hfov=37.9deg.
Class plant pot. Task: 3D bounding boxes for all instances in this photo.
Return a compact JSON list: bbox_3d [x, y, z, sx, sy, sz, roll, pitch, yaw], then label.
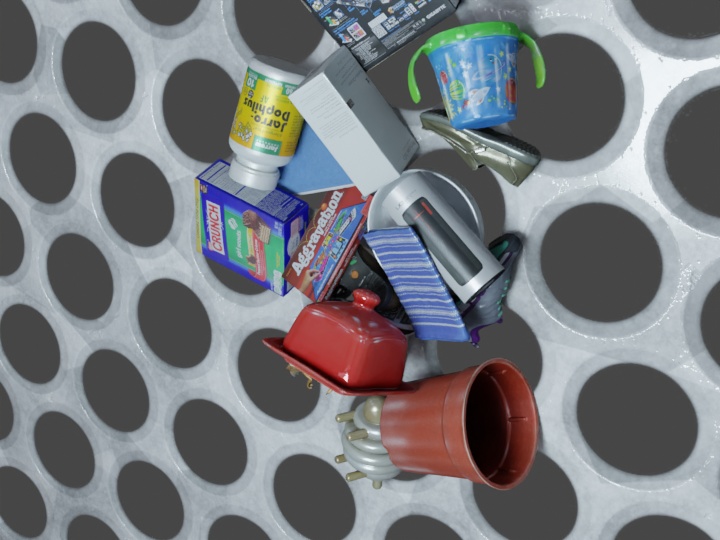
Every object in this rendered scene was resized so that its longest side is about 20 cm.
[{"bbox_3d":[0.149,0.247,1.677,0.194,0.200,0.202,-10,101,42],"label":"plant pot"}]

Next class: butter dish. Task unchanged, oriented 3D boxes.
[{"bbox_3d":[-0.013,0.099,1.622,0.199,0.199,0.149,28,101,34],"label":"butter dish"}]

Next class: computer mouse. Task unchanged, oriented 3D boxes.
[{"bbox_3d":[0.023,0.074,1.751,0.199,0.110,0.044,14,129,19],"label":"computer mouse"}]

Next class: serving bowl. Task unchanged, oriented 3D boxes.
[{"bbox_3d":[0.112,-0.068,1.658,0.199,0.066,0.201,11,112,29],"label":"serving bowl"}]

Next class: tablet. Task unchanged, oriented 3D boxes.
[{"bbox_3d":[-0.081,-0.195,1.755,0.199,0.014,0.131,-6,91,35],"label":"tablet"}]

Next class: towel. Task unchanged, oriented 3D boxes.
[{"bbox_3d":[0.085,0.023,1.610,0.145,0.024,0.201,-1,121,62],"label":"towel"}]

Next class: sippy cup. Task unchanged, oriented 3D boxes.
[{"bbox_3d":[0.167,-0.272,1.496,0.177,0.139,0.131,-9,88,25],"label":"sippy cup"}]

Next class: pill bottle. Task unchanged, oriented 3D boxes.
[{"bbox_3d":[-0.153,-0.241,1.723,0.112,0.113,0.201,26,110,22],"label":"pill bottle"}]

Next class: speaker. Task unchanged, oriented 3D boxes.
[{"bbox_3d":[0.122,-0.051,1.568,0.200,0.081,0.081,51,125,9],"label":"speaker"}]

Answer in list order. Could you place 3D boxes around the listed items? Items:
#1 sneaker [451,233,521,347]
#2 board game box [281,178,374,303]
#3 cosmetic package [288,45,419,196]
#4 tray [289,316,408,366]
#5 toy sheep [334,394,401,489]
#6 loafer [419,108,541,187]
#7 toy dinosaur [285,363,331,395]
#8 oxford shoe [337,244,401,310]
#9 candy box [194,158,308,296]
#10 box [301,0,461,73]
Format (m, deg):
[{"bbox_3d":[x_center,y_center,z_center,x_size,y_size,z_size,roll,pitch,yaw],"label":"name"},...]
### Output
[{"bbox_3d":[0.206,0.031,1.647,0.087,0.075,0.200,29,119,-15],"label":"sneaker"},{"bbox_3d":[-0.049,-0.051,1.734,0.103,0.019,0.201,35,100,38],"label":"board game box"},{"bbox_3d":[-0.008,-0.229,1.620,0.081,0.113,0.200,-29,110,35],"label":"cosmetic package"},{"bbox_3d":[-0.022,0.140,1.783,0.199,0.022,0.108,9,124,3],"label":"tray"},{"bbox_3d":[0.027,0.295,1.797,0.137,0.138,0.201,22,129,24],"label":"toy sheep"},{"bbox_3d":[0.171,-0.184,1.576,0.199,0.075,0.070,29,115,21],"label":"loafer"},{"bbox_3d":[-0.064,0.159,1.850,0.200,0.060,0.107,-36,84,35],"label":"toy dinosaur"},{"bbox_3d":[0.000,0.000,1.748,0.073,0.084,0.200,-49,56,18],"label":"oxford shoe"},{"bbox_3d":[-0.191,-0.074,1.817,0.199,0.077,0.170,27,136,24],"label":"candy box"},{"bbox_3d":[0.015,-0.422,1.562,0.199,0.050,0.199,-27,115,38],"label":"box"}]
